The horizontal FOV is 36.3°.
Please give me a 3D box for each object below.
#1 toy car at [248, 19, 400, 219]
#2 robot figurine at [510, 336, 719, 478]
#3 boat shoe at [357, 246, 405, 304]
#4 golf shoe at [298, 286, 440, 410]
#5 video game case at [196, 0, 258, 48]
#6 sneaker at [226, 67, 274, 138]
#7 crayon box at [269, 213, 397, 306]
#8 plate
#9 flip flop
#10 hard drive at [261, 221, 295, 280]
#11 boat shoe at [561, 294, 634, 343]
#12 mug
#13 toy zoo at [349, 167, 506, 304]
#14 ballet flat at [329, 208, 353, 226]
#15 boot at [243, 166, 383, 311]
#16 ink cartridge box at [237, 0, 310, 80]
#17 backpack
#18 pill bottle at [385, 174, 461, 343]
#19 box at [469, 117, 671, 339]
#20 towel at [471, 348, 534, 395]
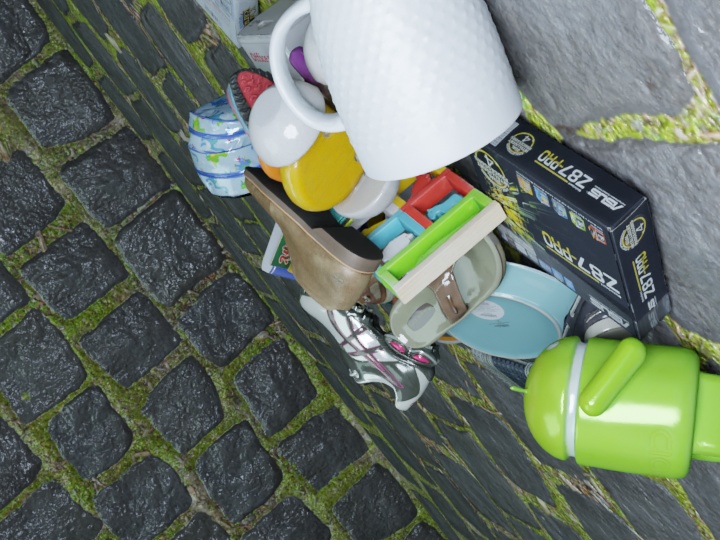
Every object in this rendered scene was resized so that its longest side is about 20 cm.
[{"bbox_3d":[-0.025,-0.162,1.065,0.174,0.202,0.150,33,-177,-43],"label":"toy car"},{"bbox_3d":[0.239,0.123,1.001,0.196,0.118,0.175,6,169,19],"label":"robot figurine"},{"bbox_3d":[0.000,0.000,1.225,0.200,0.071,0.077,106,144,-74],"label":"boat shoe"},{"bbox_3d":[-0.002,0.087,1.317,0.198,0.089,0.077,30,-172,19],"label":"golf shoe"},{"bbox_3d":[-0.204,-0.400,1.369,0.200,0.045,0.181,49,169,9],"label":"video game case"},{"bbox_3d":[-0.088,-0.128,1.214,0.201,0.079,0.095,52,145,-10],"label":"sneaker"},{"bbox_3d":[-0.008,-0.036,1.333,0.050,0.129,0.198,27,-172,42],"label":"crayon box"},{"bbox_3d":[0.155,0.053,1.198,0.196,0.026,0.201,14,151,8],"label":"plate"},{"bbox_3d":[0.082,0.021,1.134,0.081,0.057,0.200,46,134,7],"label":"flip flop"},{"bbox_3d":[-0.027,-0.043,1.371,0.025,0.134,0.198,23,-175,42],"label":"hard drive"},{"bbox_3d":[0.240,0.061,1.120,0.201,0.071,0.064,81,176,-70],"label":"boat shoe"},{"bbox_3d":[0.013,-0.182,0.902,0.197,0.148,0.178,-13,114,29],"label":"mug"},{"bbox_3d":[0.046,-0.054,1.107,0.021,0.131,0.200,53,176,-33],"label":"toy zoo"},{"bbox_3d":[-0.005,-0.132,1.157,0.066,0.204,0.067,12,177,16],"label":"ballet flat"},{"bbox_3d":[-0.063,-0.035,1.090,0.073,0.076,0.200,-1,-145,-45],"label":"boot"},{"bbox_3d":[-0.039,-0.208,1.247,0.201,0.085,0.145,54,167,-24],"label":"ink cartridge box"},{"bbox_3d":[-0.122,-0.171,1.383,0.163,0.199,0.155,36,161,49],"label":"backpack"},{"bbox_3d":[0.094,-0.012,1.269,0.116,0.116,0.201,41,165,34],"label":"pill bottle"},{"bbox_3d":[0.185,-0.047,0.992,0.200,0.049,0.162,42,168,41],"label":"box"},{"bbox_3d":[0.249,0.158,1.336,0.199,0.035,0.192,39,171,-22],"label":"towel"}]
